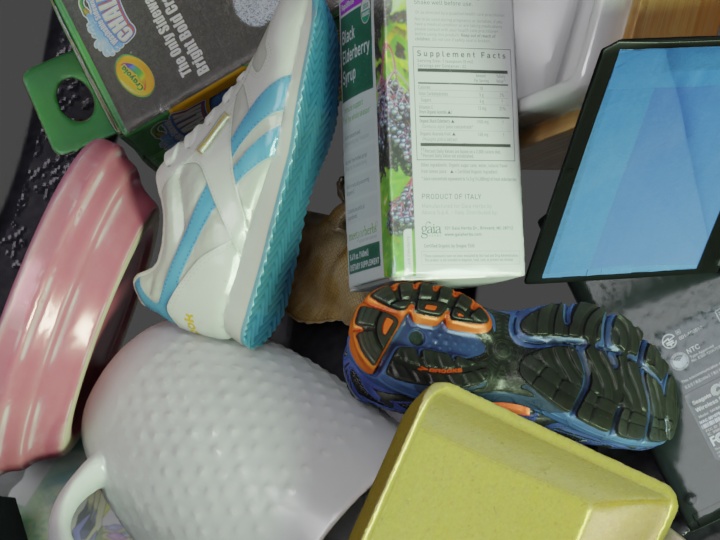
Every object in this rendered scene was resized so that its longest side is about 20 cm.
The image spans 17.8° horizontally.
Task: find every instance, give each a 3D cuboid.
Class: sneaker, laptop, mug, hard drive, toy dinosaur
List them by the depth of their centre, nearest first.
[{"bbox_3d":[0.210,-0.022,1.190,0.200,0.178,0.103,36,50,20],"label":"laptop"},{"bbox_3d":[0.080,0.056,1.250,0.199,0.078,0.076,16,64,-14],"label":"sneaker"},{"bbox_3d":[-0.065,-0.063,1.264,0.080,0.077,0.201,15,83,17],"label":"sneaker"},{"bbox_3d":[-0.082,0.123,1.271,0.175,0.148,0.200,36,48,23],"label":"mug"},{"bbox_3d":[0.204,0.026,1.301,0.139,0.033,0.201,-27,71,6],"label":"hard drive"},{"bbox_3d":[0.000,0.000,1.343,0.101,0.058,0.200,-37,46,1],"label":"toy dinosaur"}]

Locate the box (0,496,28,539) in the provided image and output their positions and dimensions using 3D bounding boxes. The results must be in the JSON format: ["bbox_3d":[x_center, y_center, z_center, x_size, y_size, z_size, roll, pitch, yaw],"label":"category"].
[{"bbox_3d":[-0.275,0.231,1.324,0.199,0.079,0.142,-28,72,21],"label":"box"}]

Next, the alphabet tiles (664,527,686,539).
[{"bbox_3d":[0.096,0.210,1.291,0.167,0.008,0.200,37,86,19],"label":"alphabet tiles"}]

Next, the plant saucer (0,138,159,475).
[{"bbox_3d":[-0.163,0.026,1.304,0.051,0.201,0.201,21,81,1],"label":"plant saucer"}]

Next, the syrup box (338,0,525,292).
[{"bbox_3d":[0.037,-0.091,1.263,0.081,0.079,0.201,-1,86,-20],"label":"syrup box"}]

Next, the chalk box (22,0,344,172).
[{"bbox_3d":[-0.103,-0.137,1.379,0.199,0.124,0.125,-29,71,6],"label":"chalk box"}]

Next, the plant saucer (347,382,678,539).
[{"bbox_3d":[0.055,0.174,1.222,0.048,0.200,0.201,20,85,53],"label":"plant saucer"}]

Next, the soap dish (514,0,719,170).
[{"bbox_3d":[0.134,-0.138,1.288,0.081,0.200,0.158,20,78,-16],"label":"soap dish"}]

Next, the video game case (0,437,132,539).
[{"bbox_3d":[-0.186,0.181,1.366,0.182,0.022,0.201,-21,71,8],"label":"video game case"}]
